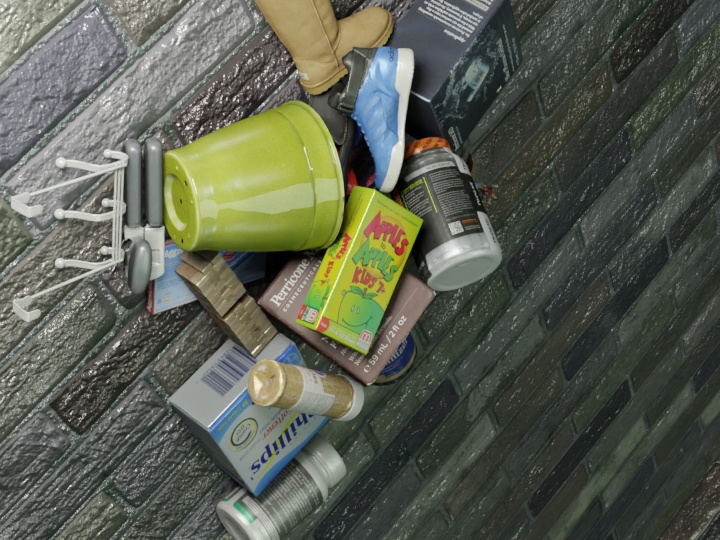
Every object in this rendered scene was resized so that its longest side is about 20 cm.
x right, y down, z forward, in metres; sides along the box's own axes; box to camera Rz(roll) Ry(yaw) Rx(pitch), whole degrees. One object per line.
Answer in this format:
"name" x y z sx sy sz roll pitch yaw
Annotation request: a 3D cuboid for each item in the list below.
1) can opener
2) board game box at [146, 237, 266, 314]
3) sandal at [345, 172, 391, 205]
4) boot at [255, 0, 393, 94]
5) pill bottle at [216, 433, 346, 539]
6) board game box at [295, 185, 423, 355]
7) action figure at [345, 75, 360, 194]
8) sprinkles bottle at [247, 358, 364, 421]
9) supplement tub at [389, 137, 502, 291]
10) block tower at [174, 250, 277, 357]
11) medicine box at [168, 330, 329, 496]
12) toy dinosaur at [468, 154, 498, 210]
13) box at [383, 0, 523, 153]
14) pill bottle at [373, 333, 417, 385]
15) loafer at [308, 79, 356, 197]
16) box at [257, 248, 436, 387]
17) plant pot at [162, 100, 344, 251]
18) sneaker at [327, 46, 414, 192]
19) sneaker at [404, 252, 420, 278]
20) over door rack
"can opener" -0.273 -0.069 1.530 0.052 0.066 0.201 -6 116 -21
"board game box" -0.211 -0.013 1.677 0.199 0.019 0.104 -19 129 -41
"sandal" 0.033 -0.127 1.872 0.199 0.045 0.075 -33 131 -11
"boot" -0.046 -0.356 1.605 0.175 0.066 0.200 -47 140 -18
"pill bottle" -0.125 0.358 1.942 0.200 0.113 0.114 -39 138 -24
"board game box" 0.000 0.000 1.613 0.101 0.047 0.201 29 82 -39
"action figure" -0.040 -0.182 1.737 0.065 0.099 0.201 20 76 -50
"sprinkles bottle" -0.077 0.175 1.745 0.200 0.068 0.069 19 99 -52
"supplement tub" 0.116 -0.083 1.731 0.122 0.201 0.123 -16 158 -7
"block tower" -0.188 0.041 1.680 0.054 0.058 0.200 -48 140 -15
"medicine box" -0.160 0.205 1.810 0.182 0.103 0.200 -46 140 -18
"toy dinosaur" 0.127 -0.101 1.946 0.180 0.200 0.106 2 125 -23
"box" 0.130 -0.305 1.764 0.200 0.117 0.197 -54 157 -7
"pill bottle" 0.013 0.089 1.926 0.112 0.112 0.200 -47 141 -16
"loafer" -0.044 -0.180 1.653 0.072 0.072 0.201 66 22 -75
"box" -0.019 0.047 1.741 0.166 0.199 0.164 -54 177 -5
"plant pot" -0.153 -0.105 1.560 0.192 0.200 0.202 -15 125 -30
"sneaker" 0.007 -0.207 1.640 0.110 0.077 0.201 5 115 -4
"sneaker" 0.124 -0.006 1.985 0.201 0.090 0.076 -60 151 -18
"over door rack" -0.354 -0.051 1.433 0.200 0.066 0.149 -41 144 -56
